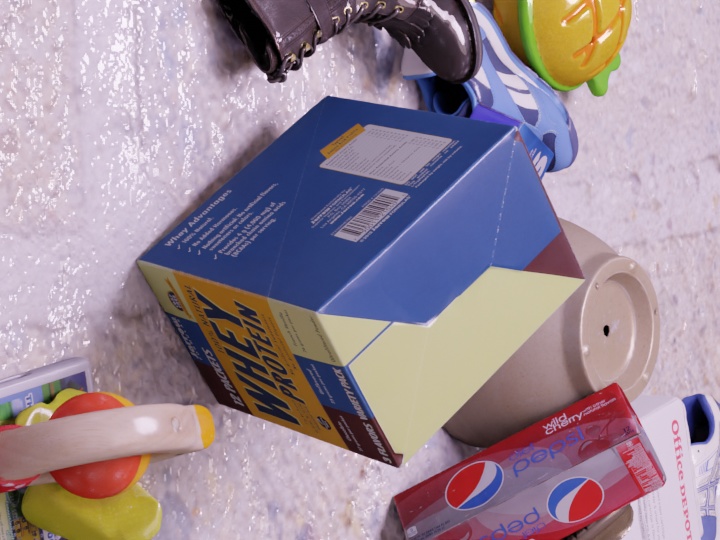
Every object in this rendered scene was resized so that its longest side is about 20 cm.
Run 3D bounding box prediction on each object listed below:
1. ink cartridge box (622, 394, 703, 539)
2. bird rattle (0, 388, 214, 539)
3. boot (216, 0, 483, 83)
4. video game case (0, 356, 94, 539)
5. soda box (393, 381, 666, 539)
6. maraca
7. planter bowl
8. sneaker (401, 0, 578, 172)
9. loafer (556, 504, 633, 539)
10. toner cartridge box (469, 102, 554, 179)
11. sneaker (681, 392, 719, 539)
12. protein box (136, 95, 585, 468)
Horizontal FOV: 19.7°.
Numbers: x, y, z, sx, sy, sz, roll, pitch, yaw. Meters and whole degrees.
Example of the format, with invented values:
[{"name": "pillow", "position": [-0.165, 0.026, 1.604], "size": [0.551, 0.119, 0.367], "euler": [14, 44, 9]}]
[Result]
[{"name": "ink cartridge box", "position": [0.200, 0.202, 1.770], "size": [0.200, 0.083, 0.146], "euler": [-22, 107, -48]}, {"name": "bird rattle", "position": [-0.180, 0.102, 1.229], "size": [0.200, 0.163, 0.113], "euler": [21, 56, -58]}, {"name": "boot", "position": [-0.017, -0.183, 1.501], "size": [0.200, 0.069, 0.174], "euler": [51, 50, -7]}, {"name": "video game case", "position": [-0.227, 0.172, 1.302], "size": [0.182, 0.022, 0.201], "euler": [-17, 103, -49]}, {"name": "soda box", "position": [0.130, 0.170, 1.603], "size": [0.063, 0.200, 0.070], "euler": [58, 8, -33]}, {"name": "maraca", "position": [0.176, -0.213, 1.718], "size": [0.200, 0.107, 0.138], "euler": [13, 85, -60]}, {"name": "planter bowl", "position": [0.156, 0.046, 1.675], "size": [0.200, 0.134, 0.201], "euler": [0, 90, -50]}, {"name": "sneaker", "position": [0.098, -0.133, 1.653], "size": [0.200, 0.074, 0.082], "euler": [43, 60, -33]}, {"name": "loafer", "position": [0.144, 0.241, 1.646], "size": [0.067, 0.200, 0.076], "euler": [41, 15, -29]}, {"name": "toner cartridge box", "position": [0.076, -0.019, 1.577], "size": [0.200, 0.043, 0.095], "euler": [-64, 156, -1]}, {"name": "sneaker", "position": [0.294, 0.203, 1.905], "size": [0.088, 0.075, 0.200], "euler": [47, 48, -26]}, {"name": "protein box", "position": [0.000, 0.000, 1.403], "size": [0.199, 0.200, 0.135], "euler": [-43, 123, -25]}]
